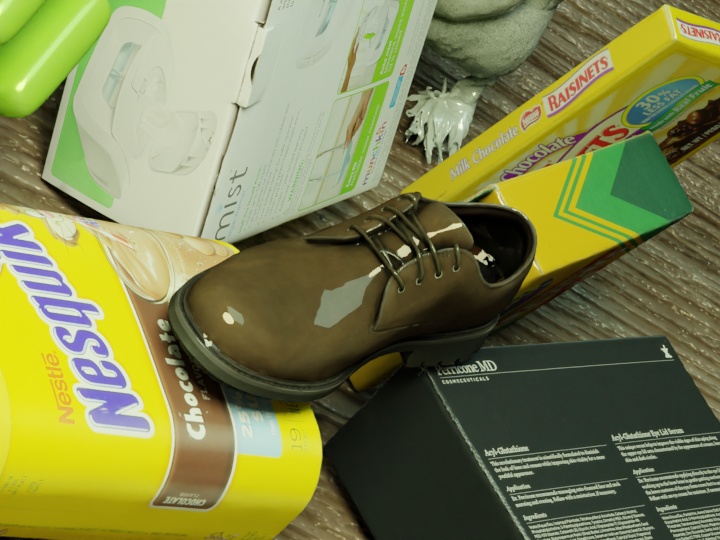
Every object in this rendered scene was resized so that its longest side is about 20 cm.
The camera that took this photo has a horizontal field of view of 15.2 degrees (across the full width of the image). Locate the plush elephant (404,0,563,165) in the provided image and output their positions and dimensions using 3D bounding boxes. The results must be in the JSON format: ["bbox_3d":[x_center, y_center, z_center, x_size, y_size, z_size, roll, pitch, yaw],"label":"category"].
[{"bbox_3d":[0.027,-0.177,1.443,0.154,0.201,0.165,27,5,-20],"label":"plush elephant"}]

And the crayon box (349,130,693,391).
[{"bbox_3d":[0.064,-0.003,1.318,0.200,0.127,0.051,-20,79,-55],"label":"crayon box"}]

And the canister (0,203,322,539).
[{"bbox_3d":[-0.123,0.041,1.095,0.199,0.087,0.149,9,46,-46],"label":"canister"}]

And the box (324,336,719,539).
[{"bbox_3d":[0.099,0.111,1.264,0.199,0.079,0.142,-1,55,-49],"label":"box"}]

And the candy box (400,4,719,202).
[{"bbox_3d":[0.122,-0.068,1.396,0.102,0.200,0.027,14,54,-39],"label":"candy box"}]

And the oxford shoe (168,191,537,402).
[{"bbox_3d":[0.000,0.000,1.129,0.199,0.085,0.073,-15,62,-49],"label":"oxford shoe"}]

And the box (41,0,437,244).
[{"bbox_3d":[-0.041,-0.126,1.257,0.096,0.201,0.176,28,27,22],"label":"box"}]

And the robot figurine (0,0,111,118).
[{"bbox_3d":[-0.204,-0.131,1.129,0.199,0.176,0.116,22,59,24],"label":"robot figurine"}]
